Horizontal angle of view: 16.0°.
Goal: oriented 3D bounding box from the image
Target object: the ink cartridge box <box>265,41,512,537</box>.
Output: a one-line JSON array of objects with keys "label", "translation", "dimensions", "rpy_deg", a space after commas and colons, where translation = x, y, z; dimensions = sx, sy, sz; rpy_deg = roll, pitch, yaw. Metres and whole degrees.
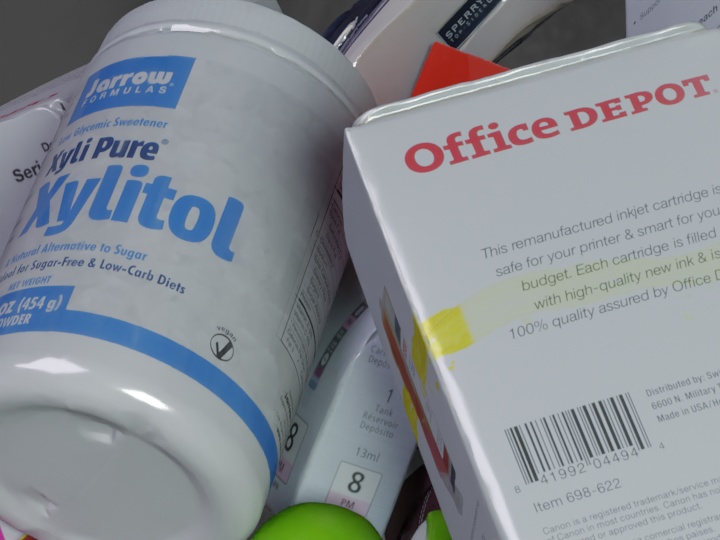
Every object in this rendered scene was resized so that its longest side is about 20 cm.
[{"label": "ink cartridge box", "translation": [0.000, 0.000, 1.081], "dimensions": [0.162, 0.057, 0.201], "rpy_deg": [-146, 73, -69]}]

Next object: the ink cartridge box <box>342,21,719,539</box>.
[{"label": "ink cartridge box", "translation": [0.090, 0.032, 0.867], "dimensions": [0.144, 0.084, 0.201], "rpy_deg": [-15, 61, -10]}]

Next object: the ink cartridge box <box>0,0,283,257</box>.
[{"label": "ink cartridge box", "translation": [-0.127, -0.050, 1.214], "dimensions": [0.144, 0.084, 0.200], "rpy_deg": [-20, 10, 31]}]

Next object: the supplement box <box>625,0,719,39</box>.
[{"label": "supplement box", "translation": [0.173, -0.126, 1.036], "dimensions": [0.103, 0.101, 0.201], "rpy_deg": [-43, 37, 46]}]

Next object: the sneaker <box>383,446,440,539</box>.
[{"label": "sneaker", "translation": [0.089, 0.077, 1.005], "dimensions": [0.201, 0.075, 0.116], "rpy_deg": [-57, 44, 27]}]

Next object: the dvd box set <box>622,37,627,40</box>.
[{"label": "dvd box set", "translation": [0.083, -0.017, 1.115], "dimensions": [0.199, 0.029, 0.147], "rpy_deg": [-27, 47, 25]}]

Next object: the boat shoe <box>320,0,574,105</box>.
[{"label": "boat shoe", "translation": [0.052, -0.139, 1.208], "dimensions": [0.200, 0.075, 0.093], "rpy_deg": [-41, 19, -9]}]

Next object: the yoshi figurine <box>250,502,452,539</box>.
[{"label": "yoshi figurine", "translation": [-0.024, 0.163, 0.939], "dimensions": [0.112, 0.112, 0.201], "rpy_deg": [-24, 27, 48]}]

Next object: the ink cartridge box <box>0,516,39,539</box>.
[{"label": "ink cartridge box", "translation": [-0.135, 0.105, 1.037], "dimensions": [0.037, 0.199, 0.095], "rpy_deg": [-25, 66, 40]}]

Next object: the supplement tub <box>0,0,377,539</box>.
[{"label": "supplement tub", "translation": [-0.076, 0.004, 1.017], "dimensions": [0.131, 0.132, 0.201], "rpy_deg": [-14, 43, 35]}]
